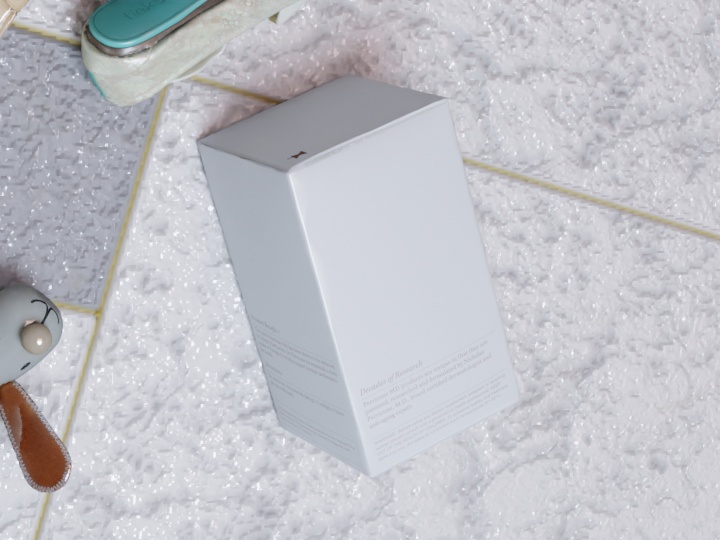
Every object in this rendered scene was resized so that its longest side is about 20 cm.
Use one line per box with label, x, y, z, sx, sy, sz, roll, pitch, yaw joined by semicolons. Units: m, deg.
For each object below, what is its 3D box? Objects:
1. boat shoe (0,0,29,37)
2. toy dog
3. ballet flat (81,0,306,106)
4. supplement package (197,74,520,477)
boat shoe;-0.193;-0.183;1.052;0.074;0.069;0.200;26;87;-33
toy dog;-0.228;0.105;1.075;0.132;0.096;0.201;13;95;-33
ballet flat;-0.075;-0.160;1.145;0.200;0.067;0.062;-31;144;-18
supplement package;0.000;0.000;1.186;0.117;0.117;0.200;-25;114;-24
